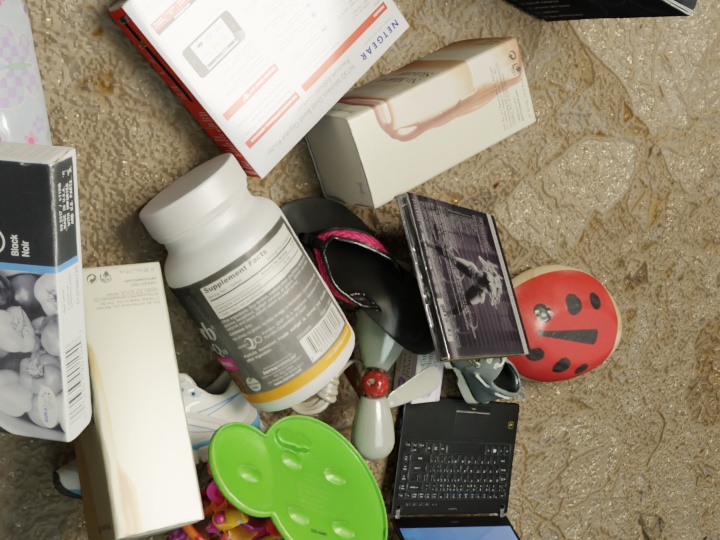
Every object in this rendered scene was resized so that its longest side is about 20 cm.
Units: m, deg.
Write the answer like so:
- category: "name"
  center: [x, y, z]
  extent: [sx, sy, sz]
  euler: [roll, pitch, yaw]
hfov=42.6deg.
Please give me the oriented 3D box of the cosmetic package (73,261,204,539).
- category: "cosmetic package"
  center: [-0.186, 0.106, 0.726]
  extent: [0.070, 0.105, 0.204]
  euler: [-5, 74, -29]

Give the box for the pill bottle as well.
- category: "pill bottle"
  center: [-0.097, 0.010, 0.796]
  extent: [0.116, 0.116, 0.202]
  euler: [-38, 110, -18]

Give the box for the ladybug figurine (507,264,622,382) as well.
- category: "ladybug figurine"
  center: [0.226, 0.065, 1.050]
  extent: [0.197, 0.072, 0.139]
  euler: [0, 102, -33]

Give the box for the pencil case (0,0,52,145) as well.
- category: "pencil case"
  center: [-0.275, -0.111, 0.674]
  extent: [0.090, 0.082, 0.204]
  euler: [-29, 119, -54]

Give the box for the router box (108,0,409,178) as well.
- category: "router box"
  center: [-0.080, -0.213, 0.786]
  extent: [0.200, 0.049, 0.180]
  euler: [-46, 117, -14]

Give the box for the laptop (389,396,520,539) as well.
- category: "laptop"
  center: [0.129, 0.246, 0.995]
  extent: [0.175, 0.102, 0.205]
  euler: [10, 86, -35]

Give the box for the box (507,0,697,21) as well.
- category: "box"
  center: [0.185, -0.321, 0.847]
  extent: [0.194, 0.199, 0.127]
  euler: [11, 96, -34]

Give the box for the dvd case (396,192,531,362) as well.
- category: "dvd case"
  center: [0.102, 0.010, 0.877]
  extent: [0.199, 0.016, 0.152]
  euler: [6, 68, -59]

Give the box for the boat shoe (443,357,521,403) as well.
- category: "boat shoe"
  center: [0.124, 0.080, 0.950]
  extent: [0.201, 0.060, 0.074]
  euler: [62, 34, -54]

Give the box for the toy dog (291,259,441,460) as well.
- category: "toy dog"
  center: [0.022, 0.072, 0.911]
  extent: [0.203, 0.130, 0.096]
  euler: [-63, 166, 3]

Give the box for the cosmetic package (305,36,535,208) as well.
- category: "cosmetic package"
  center: [0.055, -0.143, 0.869]
  extent: [0.198, 0.103, 0.089]
  euler: [-30, 114, -24]

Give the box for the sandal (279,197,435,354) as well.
- category: "sandal"
  center: [0.000, 0.000, 0.841]
  extent: [0.199, 0.045, 0.076]
  euler: [37, 93, 7]

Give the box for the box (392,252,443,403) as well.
- category: "box"
  center: [0.070, 0.035, 0.961]
  extent: [0.041, 0.038, 0.205]
  euler: [1, 102, -32]

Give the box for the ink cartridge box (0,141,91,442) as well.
- category: "ink cartridge box"
  center: [-0.289, 0.010, 0.642]
  extent: [0.195, 0.043, 0.202]
  euler: [6, 109, 11]

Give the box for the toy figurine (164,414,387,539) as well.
- category: "toy figurine"
  center: [-0.106, 0.235, 0.826]
  extent: [0.198, 0.152, 0.184]
  euler: [27, 125, -37]

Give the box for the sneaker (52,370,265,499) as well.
- category: "sneaker"
  center: [-0.179, 0.136, 0.816]
  extent: [0.197, 0.074, 0.089]
  euler: [-18, 105, -37]
